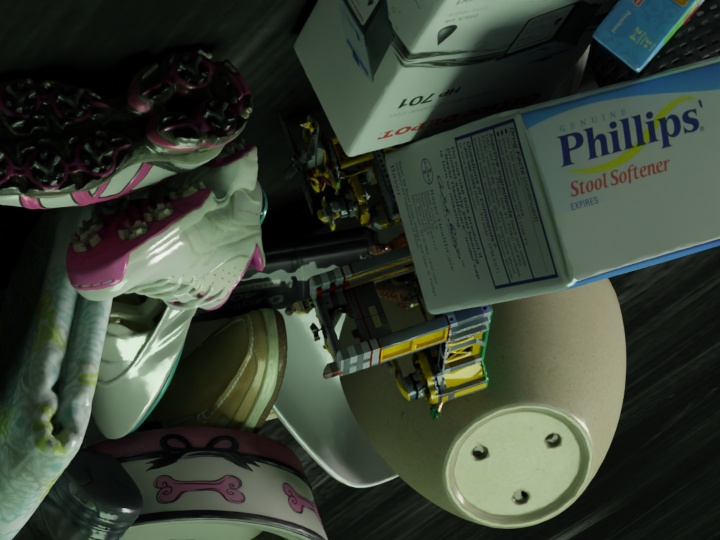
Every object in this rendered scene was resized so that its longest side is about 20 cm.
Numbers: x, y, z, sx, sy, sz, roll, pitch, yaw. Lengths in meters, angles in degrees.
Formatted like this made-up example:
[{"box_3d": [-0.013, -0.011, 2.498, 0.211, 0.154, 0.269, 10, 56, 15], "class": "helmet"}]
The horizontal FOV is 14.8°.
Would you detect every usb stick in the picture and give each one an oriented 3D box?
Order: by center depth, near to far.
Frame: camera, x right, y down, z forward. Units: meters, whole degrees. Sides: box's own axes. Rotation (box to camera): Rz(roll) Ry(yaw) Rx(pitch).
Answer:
[{"box_3d": [-0.084, 0.008, 1.819, 0.199, 0.033, 0.056, -10, 140, -9], "class": "usb stick"}]

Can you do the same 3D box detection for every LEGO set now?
[{"box_3d": [0.000, 0.000, 1.725, 0.116, 0.201, 0.154, -18, 169, -8], "class": "LEGO set"}]

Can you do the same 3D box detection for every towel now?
[{"box_3d": [-0.194, 0.057, 1.655, 0.048, 0.200, 0.171, 17, 146, -14], "class": "towel"}]

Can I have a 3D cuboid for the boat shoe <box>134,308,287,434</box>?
[{"box_3d": [-0.113, 0.090, 1.851, 0.076, 0.072, 0.200, 12, 139, -21], "class": "boat shoe"}]

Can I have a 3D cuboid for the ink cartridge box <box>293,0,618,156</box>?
[{"box_3d": [0.066, -0.160, 1.542, 0.146, 0.086, 0.200, -16, 158, -27], "class": "ink cartridge box"}]

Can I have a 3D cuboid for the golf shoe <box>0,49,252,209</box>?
[{"box_3d": [-0.157, -0.063, 1.542, 0.200, 0.073, 0.092, -12, 159, -35], "class": "golf shoe"}]

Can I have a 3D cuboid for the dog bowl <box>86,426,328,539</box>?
[{"box_3d": [-0.119, 0.168, 1.852, 0.199, 0.074, 0.200, -4, 155, -2], "class": "dog bowl"}]

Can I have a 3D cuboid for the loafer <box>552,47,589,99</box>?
[{"box_3d": [0.098, -0.116, 1.743, 0.070, 0.070, 0.200, -57, -177, -31], "class": "loafer"}]

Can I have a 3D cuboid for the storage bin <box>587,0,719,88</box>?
[{"box_3d": [0.253, -0.147, 1.794, 0.200, 0.094, 0.135, -26, 161, 6], "class": "storage bin"}]

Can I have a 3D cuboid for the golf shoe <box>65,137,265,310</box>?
[{"box_3d": [-0.104, -0.010, 1.611, 0.075, 0.092, 0.200, -7, -164, 27], "class": "golf shoe"}]

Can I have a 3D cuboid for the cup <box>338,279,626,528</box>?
[{"box_3d": [0.092, 0.089, 1.843, 0.200, 0.143, 0.201, -4, 122, -7], "class": "cup"}]

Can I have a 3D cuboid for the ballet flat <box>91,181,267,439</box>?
[{"box_3d": [-0.134, 0.015, 1.745, 0.069, 0.069, 0.200, 6, 121, -56], "class": "ballet flat"}]

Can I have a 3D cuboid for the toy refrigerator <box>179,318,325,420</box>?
[{"box_3d": [-0.084, 0.073, 1.999, 0.200, 0.070, 0.076, -12, 158, -31], "class": "toy refrigerator"}]

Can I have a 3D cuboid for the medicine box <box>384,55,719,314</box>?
[{"box_3d": [0.140, -0.052, 1.580, 0.182, 0.103, 0.200, -16, -178, -21], "class": "medicine box"}]

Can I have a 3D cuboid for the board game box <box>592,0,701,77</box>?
[{"box_3d": [0.203, -0.195, 1.519, 0.200, 0.037, 0.151, -52, 177, 6], "class": "board game box"}]

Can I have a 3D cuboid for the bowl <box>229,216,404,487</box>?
[{"box_3d": [0.022, 0.034, 1.924, 0.199, 0.075, 0.200, -29, 124, 8], "class": "bowl"}]

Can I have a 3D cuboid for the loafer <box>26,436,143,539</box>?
[{"box_3d": [-0.213, 0.120, 1.775, 0.073, 0.200, 0.072, 16, 113, -38], "class": "loafer"}]
